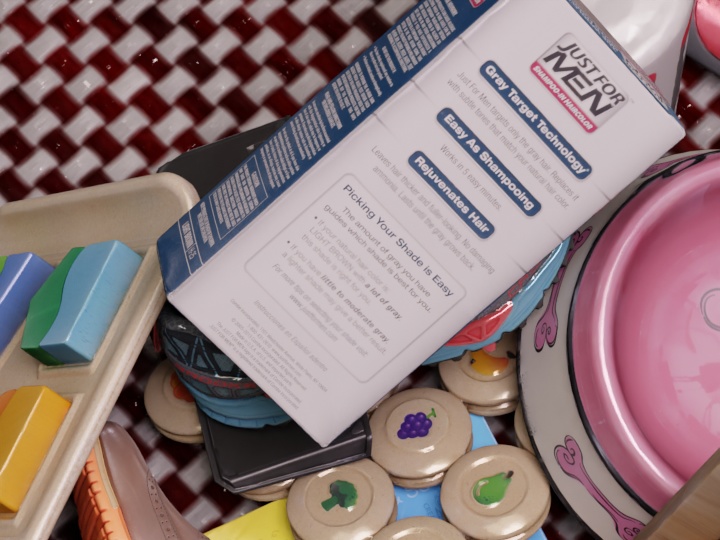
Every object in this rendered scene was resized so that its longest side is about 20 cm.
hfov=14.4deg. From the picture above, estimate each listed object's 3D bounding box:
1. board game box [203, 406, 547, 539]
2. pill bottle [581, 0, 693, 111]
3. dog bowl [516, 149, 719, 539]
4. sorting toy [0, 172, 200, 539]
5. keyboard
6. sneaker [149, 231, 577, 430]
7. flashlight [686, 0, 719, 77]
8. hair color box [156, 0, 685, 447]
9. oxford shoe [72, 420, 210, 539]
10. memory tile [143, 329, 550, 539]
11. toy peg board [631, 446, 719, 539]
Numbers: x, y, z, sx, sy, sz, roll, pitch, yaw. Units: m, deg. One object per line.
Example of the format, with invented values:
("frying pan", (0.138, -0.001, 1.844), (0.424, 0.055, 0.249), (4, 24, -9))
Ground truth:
("board game box", (-0.003, 0.171, 1.277), (0.199, 0.040, 0.154), (-25, 69, -8))
("pill bottle", (0.091, -0.090, 1.292), (0.110, 0.200, 0.111), (-1, 68, 1))
("dog bowl", (0.172, 0.038, 1.236), (0.199, 0.074, 0.202), (2, 79, -10))
("sorting toy", (-0.159, 0.052, 1.267), (0.036, 0.185, 0.201), (31, 70, -28))
("keyboard", (-0.025, 0.007, 1.323), (0.126, 0.021, 0.201), (-19, 52, 5))
("sneaker", (0.000, 0.000, 1.231), (0.199, 0.096, 0.080), (-28, 50, 10))
("flashlight", (0.182, -0.118, 1.349), (0.199, 0.068, 0.068), (33, 104, 6))
("hair color box", (0.022, -0.034, 1.158), (0.200, 0.061, 0.100), (-41, 115, 10))
("oxford shoe", (-0.066, 0.148, 1.237), (0.073, 0.071, 0.201), (-24, 77, -18))
("memory tile", (0.009, 0.061, 1.297), (0.153, 0.017, 0.200), (-41, 55, -20))
("toy peg board", (0.192, 0.183, 1.154), (0.199, 0.199, 0.098), (30, 61, 0))
